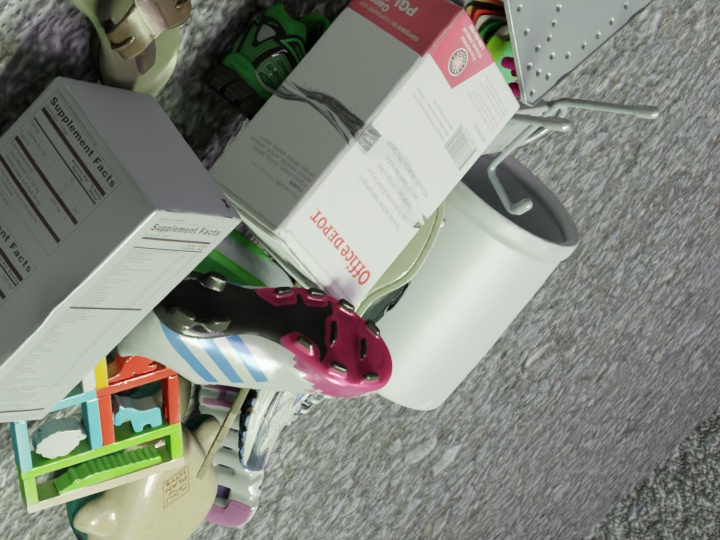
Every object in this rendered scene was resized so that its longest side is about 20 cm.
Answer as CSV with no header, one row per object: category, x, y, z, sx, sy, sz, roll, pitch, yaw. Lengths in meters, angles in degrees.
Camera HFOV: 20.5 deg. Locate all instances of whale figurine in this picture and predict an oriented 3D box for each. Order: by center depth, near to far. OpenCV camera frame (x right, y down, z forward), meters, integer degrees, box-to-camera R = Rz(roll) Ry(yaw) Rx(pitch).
whale figurine,-0.185,0.154,1.630,0.159,0.104,0.201,-34,148,-32

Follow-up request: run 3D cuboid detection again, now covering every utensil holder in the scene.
utensil holder,0.067,-0.003,1.751,0.200,0.170,0.170,-52,160,21

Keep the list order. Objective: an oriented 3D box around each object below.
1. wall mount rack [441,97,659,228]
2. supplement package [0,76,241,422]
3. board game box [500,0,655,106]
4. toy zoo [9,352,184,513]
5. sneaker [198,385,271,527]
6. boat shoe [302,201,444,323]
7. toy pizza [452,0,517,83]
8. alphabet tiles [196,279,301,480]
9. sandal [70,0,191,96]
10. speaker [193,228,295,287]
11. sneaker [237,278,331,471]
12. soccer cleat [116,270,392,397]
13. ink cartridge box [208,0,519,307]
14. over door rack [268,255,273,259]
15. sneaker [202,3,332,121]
wall mount rack,0.127,-0.100,1.556,0.199,0.075,0.174,-13,158,-46
supplement package,-0.193,-0.010,1.241,0.200,0.110,0.114,-43,162,17
board game box,0.159,-0.259,1.505,0.200,0.026,0.201,-41,132,-35
toy zoo,-0.198,0.088,1.474,0.130,0.021,0.201,-16,134,-19
sneaker,-0.103,0.126,1.780,0.089,0.080,0.202,-64,171,-64
boat shoe,0.002,0.002,1.556,0.200,0.074,0.066,-60,179,18
toy pizza,0.087,-0.201,1.506,0.199,0.032,0.202,-23,129,-32
alphabet tiles,-0.081,0.073,1.559,0.168,0.007,0.200,-64,-177,-26
sandal,-0.130,-0.158,1.210,0.080,0.057,0.201,-40,160,-13
speaker,-0.125,-0.001,1.387,0.089,0.088,0.200,-49,137,5
sneaker,-0.042,0.086,1.678,0.077,0.085,0.201,-102,-145,-77
soccer cleat,-0.074,0.048,1.352,0.199,0.070,0.086,18,142,-29
ink cartridge box,0.004,-0.088,1.382,0.201,0.085,0.146,-52,149,-7
over door rack,-0.090,-0.015,1.548,0.200,0.067,0.148,-41,160,-17
sneaker,-0.031,-0.133,1.431,0.085,0.078,0.200,-51,159,8
